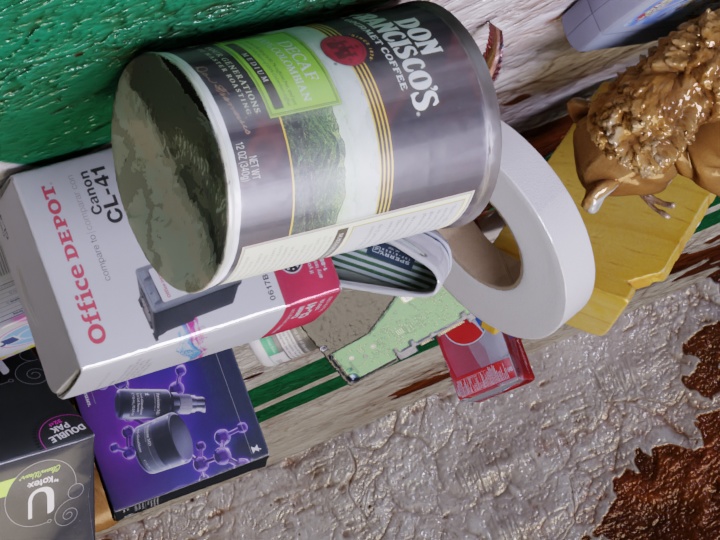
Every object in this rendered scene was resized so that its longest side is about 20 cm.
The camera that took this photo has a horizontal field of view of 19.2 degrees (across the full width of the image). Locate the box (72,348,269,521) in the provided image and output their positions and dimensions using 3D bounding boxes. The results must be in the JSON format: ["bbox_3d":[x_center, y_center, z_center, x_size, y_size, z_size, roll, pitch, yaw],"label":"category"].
[{"bbox_3d":[-0.174,0.090,1.788,0.140,0.202,0.079,-19,170,-12],"label":"box"}]

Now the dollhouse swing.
[{"bbox_3d":[0.208,-0.021,1.817,0.201,0.181,0.177,-54,151,-28],"label":"dollhouse swing"}]

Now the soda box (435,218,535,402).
[{"bbox_3d":[0.094,0.019,1.968,0.063,0.202,0.070,-22,170,16],"label":"soda box"}]

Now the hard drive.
[{"bbox_3d":[0.000,0.000,1.802,0.139,0.038,0.200,-29,131,12],"label":"hard drive"}]

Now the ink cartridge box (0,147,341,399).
[{"bbox_3d":[-0.133,-0.014,1.461,0.199,0.149,0.086,-17,170,-25],"label":"ink cartridge box"}]

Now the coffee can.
[{"bbox_3d":[-0.033,-0.078,1.313,0.199,0.148,0.146,-15,169,-31],"label":"coffee can"}]

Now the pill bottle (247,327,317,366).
[{"bbox_3d":[-0.015,0.001,1.901,0.198,0.114,0.113,-21,171,6],"label":"pill bottle"}]

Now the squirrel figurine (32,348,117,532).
[{"bbox_3d":[-0.274,0.148,1.941,0.140,0.188,0.200,-20,171,-1],"label":"squirrel figurine"}]

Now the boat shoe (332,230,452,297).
[{"bbox_3d":[-0.025,-0.026,1.636,0.198,0.074,0.067,10,-162,0],"label":"boat shoe"}]

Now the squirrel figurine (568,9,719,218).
[{"bbox_3d":[0.233,-0.116,1.572,0.185,0.143,0.200,-14,161,26],"label":"squirrel figurine"}]

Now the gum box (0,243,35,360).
[{"bbox_3d":[-0.249,0.014,1.609,0.198,0.067,0.113,-22,170,5],"label":"gum box"}]

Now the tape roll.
[{"bbox_3d":[0.099,-0.039,1.665,0.037,0.203,0.203,-37,178,-25],"label":"tape roll"}]

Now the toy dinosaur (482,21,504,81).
[{"bbox_3d":[0.042,-0.096,1.589,0.199,0.105,0.182,-35,-171,7],"label":"toy dinosaur"}]

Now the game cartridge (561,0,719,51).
[{"bbox_3d":[0.242,-0.211,1.508,0.133,0.042,0.199,-18,171,-43],"label":"game cartridge"}]

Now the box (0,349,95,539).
[{"bbox_3d":[-0.317,0.142,1.697,0.147,0.200,0.125,-16,130,-27],"label":"box"}]

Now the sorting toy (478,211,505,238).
[{"bbox_3d":[0.207,-0.063,2.102,0.179,0.108,0.199,-18,174,35],"label":"sorting toy"}]
